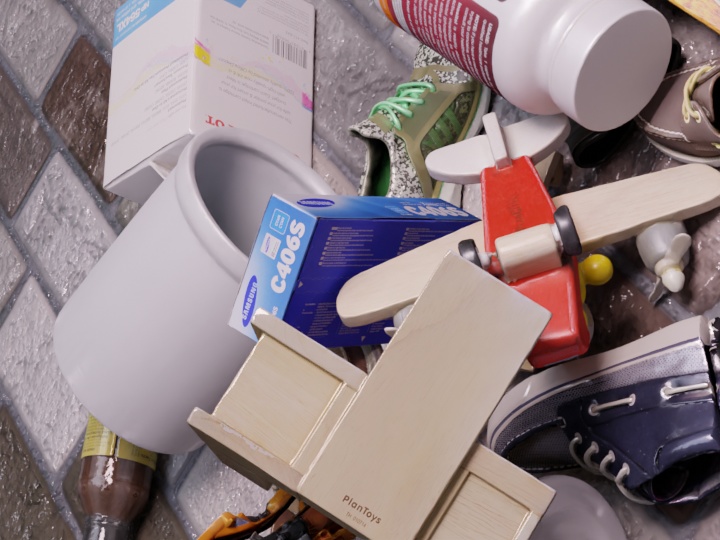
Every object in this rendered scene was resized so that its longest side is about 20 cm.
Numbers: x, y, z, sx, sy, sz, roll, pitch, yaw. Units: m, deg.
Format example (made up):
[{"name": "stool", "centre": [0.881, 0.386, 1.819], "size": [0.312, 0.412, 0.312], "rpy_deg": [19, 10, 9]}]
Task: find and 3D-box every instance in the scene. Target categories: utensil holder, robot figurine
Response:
[{"name": "utensil holder", "centre": [-0.117, 0.020, 1.567], "size": [0.200, 0.169, 0.171], "rpy_deg": [-47, 41, 30]}, {"name": "robot figurine", "centre": [-0.031, 0.161, 1.366], "size": [0.199, 0.145, 0.058], "rpy_deg": [-34, 77, 0]}]

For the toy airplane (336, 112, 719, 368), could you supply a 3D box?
[{"name": "toy airplane", "centre": [0.109, -0.009, 1.307], "size": [0.199, 0.142, 0.199], "rpy_deg": [9, 43, 44]}]

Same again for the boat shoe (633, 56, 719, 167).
[{"name": "boat shoe", "centre": [0.236, -0.104, 1.264], "size": [0.199, 0.059, 0.072], "rpy_deg": [9, 79, 53]}]

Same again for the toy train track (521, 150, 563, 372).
[{"name": "toy train track", "centre": [0.100, 0.014, 1.398], "size": [0.114, 0.032, 0.202], "rpy_deg": [11, 76, 44]}]

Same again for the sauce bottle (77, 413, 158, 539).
[{"name": "sauce bottle", "centre": [-0.199, 0.153, 1.683], "size": [0.064, 0.064, 0.202], "rpy_deg": [-13, 61, 48]}]

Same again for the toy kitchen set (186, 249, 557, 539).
[{"name": "toy kitchen set", "centre": [0.030, 0.087, 1.234], "size": [0.164, 0.199, 0.181], "rpy_deg": [-57, -9, -9]}]

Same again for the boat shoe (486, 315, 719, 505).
[{"name": "boat shoe", "centre": [0.154, 0.104, 1.246], "size": [0.199, 0.074, 0.093], "rpy_deg": [-31, 42, 39]}]

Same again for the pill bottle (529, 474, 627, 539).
[{"name": "pill bottle", "centre": [0.064, 0.198, 1.284], "size": [0.199, 0.111, 0.112], "rpy_deg": [-20, 57, 46]}]

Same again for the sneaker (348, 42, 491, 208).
[{"name": "sneaker", "centre": [0.036, -0.104, 1.496], "size": [0.077, 0.088, 0.202], "rpy_deg": [-9, 65, 50]}]

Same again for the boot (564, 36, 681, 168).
[{"name": "boot", "centre": [0.178, -0.176, 1.390], "size": [0.131, 0.067, 0.201], "rpy_deg": [44, 110, 42]}]

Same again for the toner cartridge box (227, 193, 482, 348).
[{"name": "toner cartridge box", "centre": [0.000, 0.000, 1.383], "size": [0.043, 0.199, 0.096], "rpy_deg": [27, 105, 32]}]

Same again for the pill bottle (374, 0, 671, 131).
[{"name": "pill bottle", "centre": [0.104, -0.172, 1.336], "size": [0.200, 0.113, 0.114], "rpy_deg": [40, 104, 39]}]

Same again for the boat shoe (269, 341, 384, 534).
[{"name": "boat shoe", "centre": [-0.039, 0.129, 1.452], "size": [0.076, 0.071, 0.201], "rpy_deg": [-121, 40, -49]}]

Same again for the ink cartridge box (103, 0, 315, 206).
[{"name": "ink cartridge box", "centre": [-0.124, -0.132, 1.682], "size": [0.125, 0.128, 0.202], "rpy_deg": [-26, 52, 43]}]

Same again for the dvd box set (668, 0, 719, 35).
[{"name": "dvd box set", "centre": [0.216, -0.252, 1.328], "size": [0.200, 0.029, 0.147], "rpy_deg": [40, 102, 30]}]
